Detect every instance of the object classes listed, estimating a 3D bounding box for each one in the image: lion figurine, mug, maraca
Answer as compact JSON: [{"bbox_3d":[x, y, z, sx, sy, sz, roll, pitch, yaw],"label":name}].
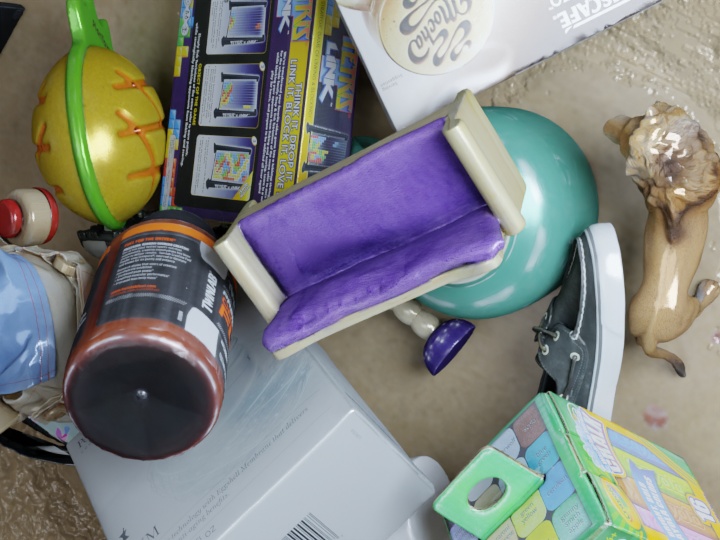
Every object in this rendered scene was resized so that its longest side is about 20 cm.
[{"bbox_3d":[0.209,-0.014,0.793,0.072,0.122,0.202,0,99,25],"label":"lion figurine"},{"bbox_3d":[0.072,-0.039,0.859,0.183,0.114,0.154,-11,94,26],"label":"mug"},{"bbox_3d":[-0.214,-0.131,0.960,0.106,0.137,0.202,-8,70,1],"label":"maraca"}]

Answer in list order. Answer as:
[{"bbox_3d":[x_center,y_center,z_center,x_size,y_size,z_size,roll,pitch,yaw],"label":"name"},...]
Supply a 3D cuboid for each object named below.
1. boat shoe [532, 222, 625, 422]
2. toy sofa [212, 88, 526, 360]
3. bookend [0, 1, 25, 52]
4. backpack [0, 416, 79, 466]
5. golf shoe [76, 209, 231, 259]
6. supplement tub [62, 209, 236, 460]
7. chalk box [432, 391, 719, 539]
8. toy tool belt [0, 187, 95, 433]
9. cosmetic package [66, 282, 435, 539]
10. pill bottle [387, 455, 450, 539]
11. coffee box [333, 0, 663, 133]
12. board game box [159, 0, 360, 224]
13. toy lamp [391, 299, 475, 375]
[{"bbox_3d":[0.150,0.060,0.832,0.056,0.069,0.202,-2,121,-1],"label":"boat shoe"},{"bbox_3d":[0.004,-0.028,0.763,0.199,0.098,0.083,-24,112,28],"label":"toy sofa"},{"bbox_3d":[-0.447,-0.226,1.090,0.199,0.092,0.200,44,113,13],"label":"bookend"},{"bbox_3d":[-0.263,0.082,1.021,0.199,0.167,0.127,30,105,12],"label":"backpack"},{"bbox_3d":[-0.157,-0.002,1.000,0.198,0.077,0.089,8,109,25],"label":"golf shoe"},{"bbox_3d":[-0.142,0.033,0.830,0.106,0.201,0.108,-1,122,-1],"label":"supplement tub"},{"bbox_3d":[0.142,0.179,0.799,0.125,0.199,0.124,-50,33,23],"label":"chalk box"},{"bbox_3d":[-0.264,0.027,0.885,0.125,0.122,0.202,-36,70,37],"label":"toy tool belt"},{"bbox_3d":[-0.089,0.146,0.878,0.199,0.123,0.200,-43,38,-2],"label":"cosmetic package"},{"bbox_3d":[-0.026,0.216,0.948,0.198,0.113,0.115,-18,91,26],"label":"pill bottle"},{"bbox_3d":[0.088,-0.189,0.799,0.198,0.080,0.114,-25,99,4],"label":"coffee box"},{"bbox_3d":[-0.078,-0.134,0.907,0.164,0.056,0.202,10,94,43],"label":"board game box"},{"bbox_3d":[0.000,0.000,0.934,0.200,0.058,0.058,43,113,13],"label":"toy lamp"}]
